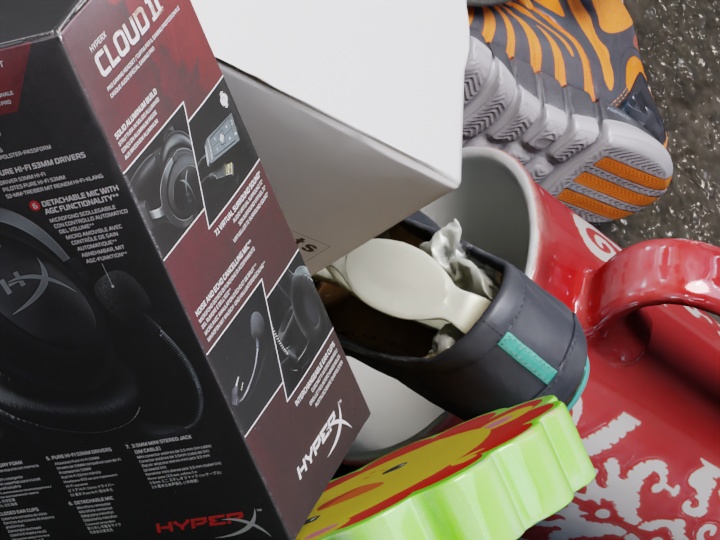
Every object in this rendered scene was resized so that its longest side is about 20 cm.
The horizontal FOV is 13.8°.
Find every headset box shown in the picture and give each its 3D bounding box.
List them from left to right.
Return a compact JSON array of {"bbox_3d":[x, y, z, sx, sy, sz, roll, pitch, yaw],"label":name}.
[{"bbox_3d":[-0.106,-0.008,0.925,0.201,0.148,0.077,67,31,-22],"label":"headset box"}]

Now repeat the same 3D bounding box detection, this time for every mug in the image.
[{"bbox_3d":[0.101,0.061,1.159,0.200,0.177,0.134,32,83,-32],"label":"mug"}]

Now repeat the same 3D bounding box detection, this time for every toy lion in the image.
[{"bbox_3d":[-0.027,0.099,0.971,0.200,0.191,0.069,-27,94,-37],"label":"toy lion"}]

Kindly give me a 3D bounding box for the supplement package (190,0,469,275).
[{"bbox_3d":[-0.069,-0.061,1.035,0.119,0.200,0.122,25,52,-31],"label":"supplement package"}]

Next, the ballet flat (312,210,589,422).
[{"bbox_3d":[0.000,0.000,1.079,0.073,0.200,0.073,-17,118,-36],"label":"ballet flat"}]

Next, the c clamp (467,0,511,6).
[{"bbox_3d":[0.026,-0.166,1.262,0.200,0.027,0.171,35,38,14],"label":"c clamp"}]

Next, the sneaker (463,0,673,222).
[{"bbox_3d":[0.045,-0.098,1.265,0.199,0.077,0.113,24,45,-37],"label":"sneaker"}]
